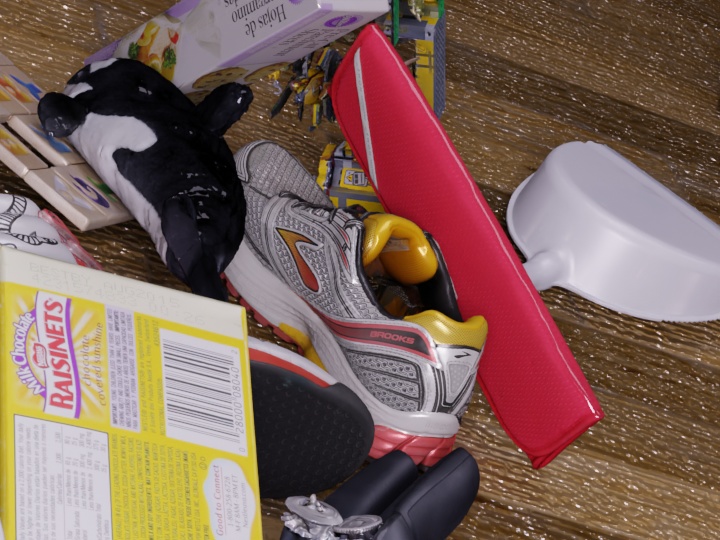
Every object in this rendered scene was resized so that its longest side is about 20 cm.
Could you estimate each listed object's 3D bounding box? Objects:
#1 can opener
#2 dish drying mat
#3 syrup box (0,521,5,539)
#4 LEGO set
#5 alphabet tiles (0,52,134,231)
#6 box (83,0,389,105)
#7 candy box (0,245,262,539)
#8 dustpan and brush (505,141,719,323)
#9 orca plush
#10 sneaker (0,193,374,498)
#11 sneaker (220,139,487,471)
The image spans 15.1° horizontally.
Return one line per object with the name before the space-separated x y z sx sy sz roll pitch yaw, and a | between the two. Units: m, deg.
can opener | 0.003 0.106 1.046 0.063 0.079 0.200 4 16 10
dish drying mat | 0.042 -0.010 1.200 0.018 0.077 0.201 -23 78 -25
syrup box | -0.179 0.061 0.915 0.081 0.079 0.200 15 27 -24
LEGO set | -0.026 -0.122 1.320 0.115 0.201 0.154 7 42 13
alphabet tiles | -0.175 -0.089 1.192 0.200 0.008 0.167 41 9 3
box | -0.061 -0.107 1.240 0.041 0.200 0.039 -4 79 -37
candy box | -0.083 0.086 0.953 0.102 0.026 0.201 14 48 -23
dustpan and brush | 0.113 -0.010 1.391 0.139 0.057 0.200 39 20 25
orca plush | -0.080 -0.059 1.174 0.105 0.071 0.200 39 7 -16
sneaker | -0.093 0.025 1.085 0.200 0.067 0.108 12 31 -25
sneaker | 0.000 0.000 1.208 0.078 0.082 0.200 6 32 -39
